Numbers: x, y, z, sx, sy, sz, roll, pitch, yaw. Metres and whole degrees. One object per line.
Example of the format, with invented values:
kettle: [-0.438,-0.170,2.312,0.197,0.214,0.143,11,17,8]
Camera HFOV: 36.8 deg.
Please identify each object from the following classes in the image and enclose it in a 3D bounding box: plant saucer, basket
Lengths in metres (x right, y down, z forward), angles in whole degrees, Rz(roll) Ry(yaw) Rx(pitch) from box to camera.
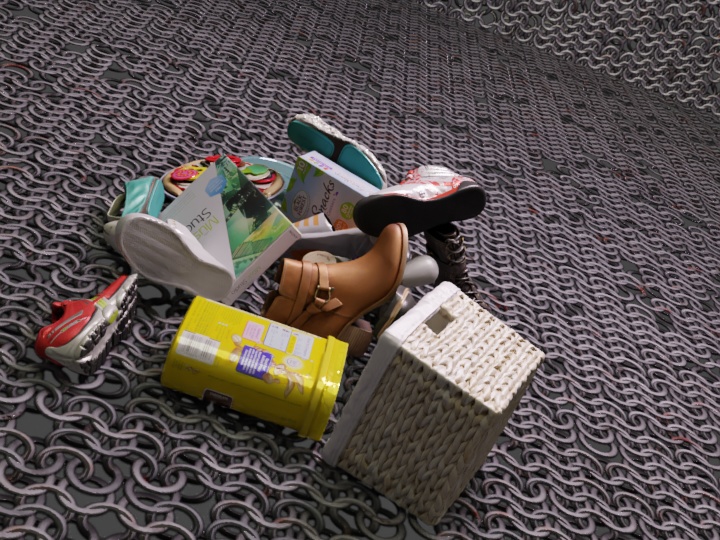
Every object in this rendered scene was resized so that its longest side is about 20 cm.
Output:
plant saucer: [-0.143,-0.144,1.835,0.200,0.027,0.200,18,27,-10]
basket: [0.090,0.152,1.273,0.161,0.200,0.198,32,28,14]

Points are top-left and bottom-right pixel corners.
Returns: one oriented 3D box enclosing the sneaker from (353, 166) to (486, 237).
sneaker: [0.068,-0.100,1.548,0.201,0.067,0.108,-11,25,-20]

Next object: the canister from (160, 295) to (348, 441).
canister: [-0.126,0.114,1.306,0.200,0.087,0.149,19,27,-3]

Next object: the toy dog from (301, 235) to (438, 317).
toy dog: [0.000,0.000,1.551,0.200,0.132,0.096,9,36,-24]

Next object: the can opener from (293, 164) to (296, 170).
can opener: [-0.030,-0.132,1.721,0.053,0.067,0.200,-27,57,-36]

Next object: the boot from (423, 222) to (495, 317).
boot: [0.144,0.018,1.584,0.069,0.174,0.200,-26,39,-16]

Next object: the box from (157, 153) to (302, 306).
box: [-0.190,-0.060,1.524,0.200,0.144,0.036,45,-1,37]

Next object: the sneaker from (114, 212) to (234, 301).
sneaker: [-0.262,-0.032,1.403,0.116,0.074,0.200,39,0,41]

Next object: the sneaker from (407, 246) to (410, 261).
sneaker: [0.003,-0.050,1.730,0.108,0.067,0.201,9,26,-22]

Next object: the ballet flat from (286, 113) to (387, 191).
ballet flat: [-0.026,-0.187,1.692,0.200,0.072,0.072,38,30,15]

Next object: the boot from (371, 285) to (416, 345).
boot: [0.093,0.094,1.434,0.138,0.078,0.200,32,-7,11]

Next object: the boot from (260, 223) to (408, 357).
boot: [-0.034,0.008,1.449,0.155,0.200,0.077,22,13,-18]

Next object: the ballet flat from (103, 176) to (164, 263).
ballet flat: [-0.322,-0.063,1.515,0.070,0.067,0.200,-7,36,4]

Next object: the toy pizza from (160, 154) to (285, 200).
toy pizza: [-0.219,-0.146,1.715,0.200,0.032,0.200,3,25,-1]

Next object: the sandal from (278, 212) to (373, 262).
sandal: [-0.038,-0.052,1.605,0.206,0.079,0.059,-6,56,15]

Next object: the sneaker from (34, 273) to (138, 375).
sneaker: [-0.324,0.050,1.291,0.085,0.077,0.200,14,23,6]

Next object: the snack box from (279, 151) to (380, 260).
snack box: [-0.027,-0.073,1.661,0.200,0.142,0.053,33,29,20]
